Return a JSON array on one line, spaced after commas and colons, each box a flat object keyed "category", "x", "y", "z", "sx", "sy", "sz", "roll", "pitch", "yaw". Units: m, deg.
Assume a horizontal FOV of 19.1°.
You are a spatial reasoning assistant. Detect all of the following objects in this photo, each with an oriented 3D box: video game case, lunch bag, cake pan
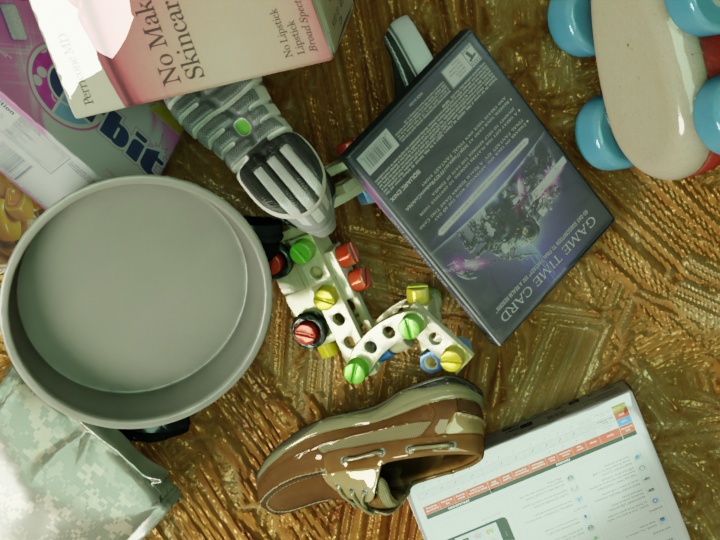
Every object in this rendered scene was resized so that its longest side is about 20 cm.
[{"category": "video game case", "x": 0.093, "y": -0.062, "z": 1.634, "sx": 0.143, "sy": 0.019, "sz": 0.200, "roll": -46, "pitch": 114, "yaw": -16}, {"category": "lunch bag", "x": -0.248, "y": 0.173, "z": 1.638, "sx": 0.164, "sy": 0.118, "sz": 0.200, "roll": 42, "pitch": 118, "yaw": -5}, {"category": "cake pan", "x": -0.165, "y": 0.019, "z": 1.560, "sx": 0.200, "sy": 0.037, "sz": 0.201, "roll": -5, "pitch": 113, "yaw": -12}]

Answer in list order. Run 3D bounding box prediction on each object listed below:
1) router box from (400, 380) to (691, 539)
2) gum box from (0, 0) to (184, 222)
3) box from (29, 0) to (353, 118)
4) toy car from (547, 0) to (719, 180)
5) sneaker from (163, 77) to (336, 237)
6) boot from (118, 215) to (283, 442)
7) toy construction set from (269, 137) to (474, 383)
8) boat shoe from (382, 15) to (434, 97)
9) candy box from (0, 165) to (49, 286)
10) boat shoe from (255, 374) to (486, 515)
[{"category": "router box", "x": 0.154, "y": 0.209, "z": 1.707, "sx": 0.199, "sy": 0.049, "sz": 0.180, "roll": -21, "pitch": 96, "yaw": 1}, {"category": "gum box", "x": -0.236, "y": -0.127, "z": 1.586, "sx": 0.200, "sy": 0.114, "sz": 0.066, "roll": 42, "pitch": 131, "yaw": -20}, {"category": "box", "x": -0.121, "y": -0.202, "z": 1.505, "sx": 0.199, "sy": 0.109, "sz": 0.128, "roll": -12, "pitch": 116, "yaw": 15}, {"category": "toy car", "x": 0.283, "y": -0.173, "z": 1.635, "sx": 0.199, "sy": 0.184, "sz": 0.178, "roll": -17, "pitch": 97, "yaw": -28}, {"category": "sneaker", "x": -0.081, "y": -0.098, "z": 1.606, "sx": 0.075, "sy": 0.116, "sz": 0.200, "roll": -35, "pitch": 63, "yaw": 2}, {"category": "boot", "x": -0.143, "y": 0.045, "z": 1.651, "sx": 0.199, "sy": 0.076, "sz": 0.169, "roll": -4, "pitch": 95, "yaw": 24}, {"category": "toy construction set", "x": 0.000, "y": 0.000, "z": 1.661, "sx": 0.131, "sy": 0.092, "sz": 0.201, "roll": -20, "pitch": 88, "yaw": 25}, {"category": "boat shoe", "x": 0.055, "y": -0.098, "z": 1.665, "sx": 0.056, "sy": 0.069, "sz": 0.201, "roll": -23, "pitch": 98, "yaw": 1}, {"category": "candy box", "x": -0.289, "y": -0.083, "z": 1.600, "sx": 0.055, "sy": 0.115, "sz": 0.201, "roll": -34, "pitch": 67, "yaw": 40}, {"category": "boat shoe", "x": 0.009, "y": 0.150, "z": 1.656, "sx": 0.200, "sy": 0.076, "sz": 0.074, "roll": -27, "pitch": 57, "yaw": 23}]
